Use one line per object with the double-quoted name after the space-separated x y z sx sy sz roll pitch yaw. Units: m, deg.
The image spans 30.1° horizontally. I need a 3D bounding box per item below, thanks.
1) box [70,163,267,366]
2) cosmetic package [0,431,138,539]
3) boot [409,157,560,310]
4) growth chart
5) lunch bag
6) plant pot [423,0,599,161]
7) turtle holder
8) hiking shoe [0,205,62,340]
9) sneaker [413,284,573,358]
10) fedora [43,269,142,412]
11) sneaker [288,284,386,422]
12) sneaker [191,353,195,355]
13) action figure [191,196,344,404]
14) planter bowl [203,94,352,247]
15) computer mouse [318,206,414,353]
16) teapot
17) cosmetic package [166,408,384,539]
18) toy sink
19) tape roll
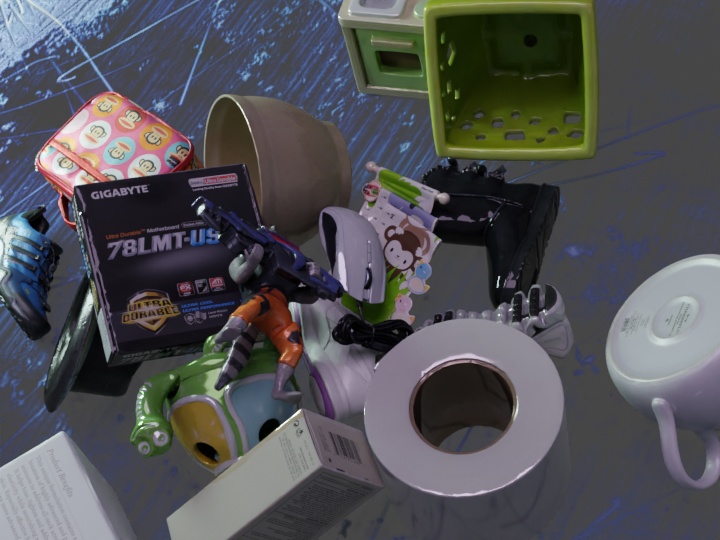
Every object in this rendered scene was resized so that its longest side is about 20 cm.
-0.197 -0.009 1.451 0.199 0.050 0.200 -8 72 -23 "box"
-0.327 0.307 1.348 0.199 0.167 0.168 -30 55 -8 "cosmetic package"
0.133 -0.041 1.551 0.162 0.074 0.199 11 55 19 "boot"
0.028 -0.019 1.552 0.144 0.018 0.201 19 82 34 "growth chart"
-0.314 -0.123 1.708 0.200 0.082 0.176 33 72 32 "lunch bag"
0.192 -0.259 1.606 0.198 0.201 0.182 2 31 14 "plant pot"
-0.143 0.146 1.416 0.140 0.185 0.132 -25 70 22 "turtle holder"
-0.406 -0.004 1.642 0.086 0.075 0.200 -26 54 -5 "hiking shoe"
0.138 0.082 1.461 0.199 0.081 0.075 -16 35 28 "sneaker"
-0.292 0.081 1.533 0.091 0.201 0.201 22 56 -15 "fedora"
-0.023 0.081 1.511 0.099 0.075 0.201 -12 56 -13 "sneaker"
-0.214 0.033 1.577 0.075 0.115 0.200 -36 21 -14 "sneaker"
-0.118 0.019 1.373 0.104 0.200 0.194 -36 31 31 "action figure"
-0.092 -0.113 1.595 0.134 0.201 0.201 -7 49 -25 "planter bowl"
0.000 0.000 1.492 0.044 0.109 0.201 -43 48 37 "computer mouse"
0.358 0.095 1.367 0.200 0.146 0.198 -40 27 9 "teapot"
-0.086 0.232 1.335 0.200 0.103 0.073 -39 50 20 "cosmetic package"
0.052 -0.320 1.686 0.130 0.200 0.112 8 57 17 "toy sink"
0.112 0.170 1.364 0.201 0.139 0.204 -6 54 9 "tape roll"
